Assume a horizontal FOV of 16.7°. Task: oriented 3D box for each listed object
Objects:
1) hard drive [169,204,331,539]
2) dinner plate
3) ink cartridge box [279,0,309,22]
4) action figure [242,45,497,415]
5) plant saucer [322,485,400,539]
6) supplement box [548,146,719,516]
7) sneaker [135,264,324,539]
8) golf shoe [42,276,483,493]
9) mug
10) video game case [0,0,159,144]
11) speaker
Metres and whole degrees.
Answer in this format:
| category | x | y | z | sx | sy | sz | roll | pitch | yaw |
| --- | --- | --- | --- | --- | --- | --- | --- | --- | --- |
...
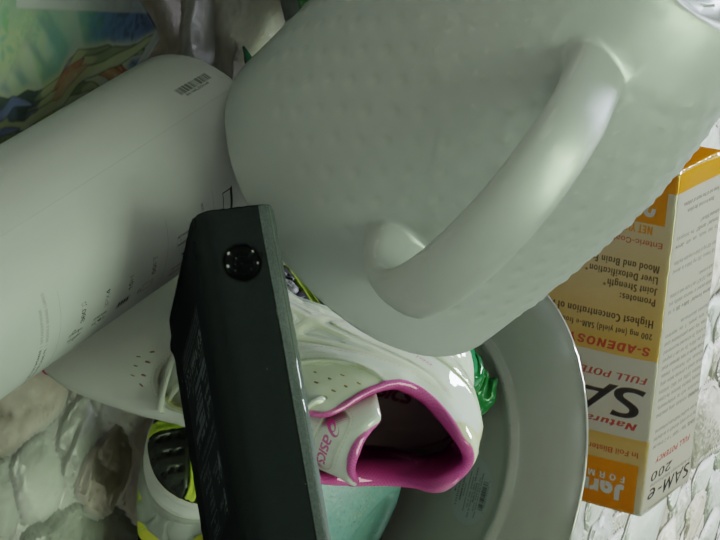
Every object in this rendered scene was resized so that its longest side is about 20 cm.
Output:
| category | x | y | z | sx | sy | sz | roll | pitch | yaw |
| --- | --- | --- | --- | --- | --- | --- | --- | --- | --- |
| hard drive | -0.038 | 0.093 | 0.909 | 0.140 | 0.033 | 0.201 | 115 | -33 | -70 |
| dinner plate | 0.042 | 0.094 | 1.205 | 0.024 | 0.200 | 0.201 | 11 | 93 | -34 |
| ink cartridge box | 0.064 | -0.141 | 1.053 | 0.146 | 0.199 | 0.084 | 75 | -6 | -48 |
| action figure | 0.000 | 0.000 | 1.117 | 0.200 | 0.055 | 0.118 | 48 | 22 | -25 |
| plant saucer | -0.027 | 0.139 | 1.156 | 0.201 | 0.039 | 0.201 | -56 | 170 | -15 |
| supplement box | 0.126 | 0.023 | 1.380 | 0.073 | 0.126 | 0.201 | -24 | 122 | -57 |
| sneaker | -0.050 | 0.064 | 1.149 | 0.200 | 0.075 | 0.076 | -41 | 164 | -50 |
| golf shoe | -0.038 | 0.046 | 1.027 | 0.092 | 0.199 | 0.075 | -112 | -146 | -59 |
| mug | 0.053 | -0.059 | 0.906 | 0.148 | 0.175 | 0.200 | 40 | 34 | -15 |
| video game case | -0.157 | -0.069 | 0.921 | 0.200 | 0.022 | 0.182 | -63 | 150 | -24 |
| speaker | -0.118 | -0.011 | 0.912 | 0.200 | 0.081 | 0.081 | -39 | 134 | -49 |
